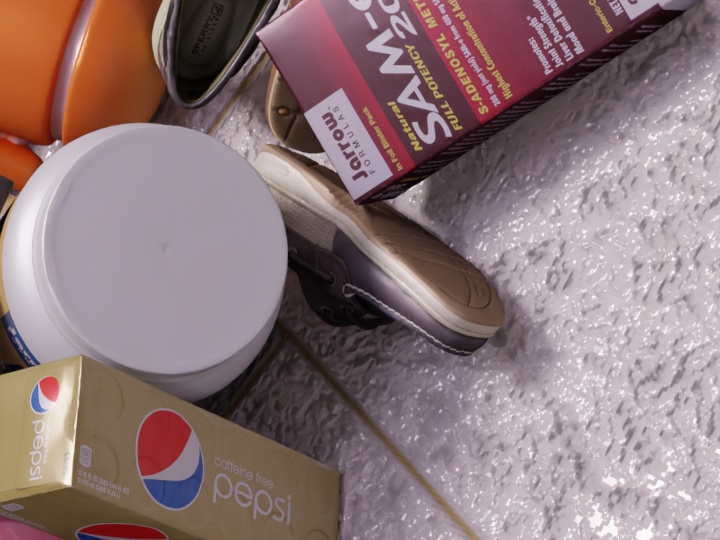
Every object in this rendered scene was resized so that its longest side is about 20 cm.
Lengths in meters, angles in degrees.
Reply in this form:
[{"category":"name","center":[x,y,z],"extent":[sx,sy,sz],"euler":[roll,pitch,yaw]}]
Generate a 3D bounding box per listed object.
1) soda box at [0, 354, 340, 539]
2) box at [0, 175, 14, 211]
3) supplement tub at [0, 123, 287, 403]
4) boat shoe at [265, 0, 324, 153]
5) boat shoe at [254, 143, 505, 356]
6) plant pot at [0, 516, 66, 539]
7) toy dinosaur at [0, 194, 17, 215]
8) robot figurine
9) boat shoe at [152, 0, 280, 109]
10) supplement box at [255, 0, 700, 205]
[{"category":"soda box","center":[-0.094,0.108,1.247],"extent":[0.064,0.200,0.068],"euler":[-15,61,35]},{"category":"box","center":[-0.252,0.050,1.320],"extent":[0.200,0.049,0.162],"euler":[-50,19,55]},{"category":"supplement tub","center":[-0.121,0.006,1.306],"extent":[0.200,0.144,0.145],"euler":[149,137,-71]},{"category":"boat shoe","center":[0.000,-0.159,1.390],"extent":[0.201,0.072,0.068],"euler":[-67,24,1]},{"category":"boat shoe","center":[0.000,0.000,1.312],"extent":[0.200,0.072,0.065],"euler":[38,107,44]},{"category":"plant pot","center":[-0.195,0.180,1.324],"extent":[0.200,0.200,0.179],"euler":[-41,33,19]},{"category":"toy dinosaur","center":[-0.228,-0.001,1.463],"extent":[0.101,0.058,0.200],"euler":[-26,63,-11]},{"category":"robot figurine","center":[-0.196,-0.134,1.479],"extent":[0.199,0.117,0.144],"euler":[17,55,2]},{"category":"boat shoe","center":[-0.062,-0.177,1.381],"extent":[0.066,0.072,0.201],"euler":[-103,32,-55]},{"category":"supplement box","center":[0.059,-0.130,1.283],"extent":[0.200,0.061,0.109],"euler":[-33,84,21]}]
